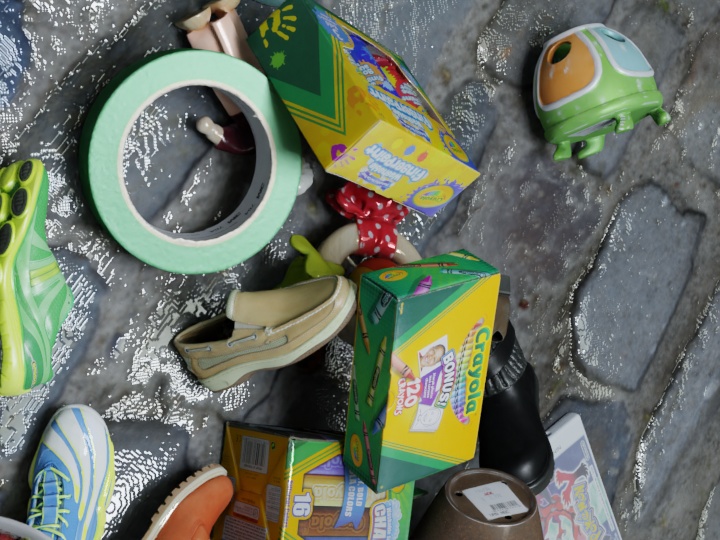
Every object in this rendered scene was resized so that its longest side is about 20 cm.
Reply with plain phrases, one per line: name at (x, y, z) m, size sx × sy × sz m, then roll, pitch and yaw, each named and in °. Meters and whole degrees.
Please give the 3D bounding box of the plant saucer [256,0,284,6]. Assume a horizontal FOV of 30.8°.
plant saucer at (-0.075, -0.363, 1.279) m, size 0.199 × 0.036 × 0.202 m, roll -1°, pitch 92°, yaw -38°

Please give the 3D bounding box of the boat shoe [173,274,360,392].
boat shoe at (-0.092, 0.048, 1.186) m, size 0.076 × 0.199 × 0.072 m, roll 46°, pitch 32°, yaw -24°

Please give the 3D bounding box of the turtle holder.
turtle holder at (0.280, -0.212, 1.495) m, size 0.184 × 0.141 × 0.133 m, roll -17°, pitch 85°, yaw -27°

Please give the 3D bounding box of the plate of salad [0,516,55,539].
plate of salad at (-0.292, 0.288, 1.049) m, size 0.048 × 0.198 × 0.202 m, roll -56°, pitch 130°, yaw -65°

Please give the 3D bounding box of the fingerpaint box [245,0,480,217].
fingerpaint box at (0.007, -0.153, 1.231) m, size 0.200 × 0.073 × 0.168 m, roll 19°, pitch 35°, yaw -57°

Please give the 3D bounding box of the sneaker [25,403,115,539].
sneaker at (-0.252, 0.217, 1.111) m, size 0.075 × 0.105 × 0.202 m, roll 7°, pitch 88°, yaw -8°

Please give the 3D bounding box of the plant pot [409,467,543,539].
plant pot at (0.115, 0.307, 1.312) m, size 0.186 × 0.187 × 0.202 m, roll -13°, pitch 124°, yaw -36°

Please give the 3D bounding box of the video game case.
video game case at (0.226, 0.300, 1.542) m, size 0.182 × 0.023 × 0.201 m, roll -32°, pitch 111°, yaw -32°

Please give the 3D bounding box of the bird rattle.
bird rattle at (0.000, 0.000, 1.298) m, size 0.163 × 0.112 × 0.200 m, roll 49°, pitch 49°, yaw -5°

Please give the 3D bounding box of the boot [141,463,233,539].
boot at (-0.156, 0.265, 1.176) m, size 0.107 × 0.075 × 0.200 m, roll 32°, pitch 49°, yaw 8°

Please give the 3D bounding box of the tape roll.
tape roll at (-0.153, -0.099, 1.187) m, size 0.199 × 0.048 × 0.202 m, roll -5°, pitch 102°, yaw -23°

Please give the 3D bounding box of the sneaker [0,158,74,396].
sneaker at (-0.291, 0.006, 1.116) m, size 0.083 × 0.073 × 0.202 m, roll 11°, pitch 81°, yaw -62°

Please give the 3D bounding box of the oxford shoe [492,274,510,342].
oxford shoe at (0.087, 0.047, 1.262) m, size 0.199 × 0.072 × 0.085 m, roll 2°, pitch 82°, yaw -48°

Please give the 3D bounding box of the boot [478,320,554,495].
boot at (0.140, 0.122, 1.379) m, size 0.212 × 0.079 × 0.158 m, roll -93°, pitch 161°, yaw -52°

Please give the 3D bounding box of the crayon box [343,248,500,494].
crayon box at (0.054, 0.090, 1.183) m, size 0.118 × 0.058 × 0.202 m, roll -14°, pitch 122°, yaw -34°

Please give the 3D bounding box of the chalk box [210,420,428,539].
chalk box at (-0.027, 0.222, 1.281) m, size 0.199 × 0.124 × 0.125 m, roll 11°, pitch 85°, yaw -36°

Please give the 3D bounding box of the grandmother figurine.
grandmother figurine at (-0.106, -0.158, 1.250) m, size 0.121 × 0.060 × 0.201 m, roll -35°, pitch 110°, yaw -22°
